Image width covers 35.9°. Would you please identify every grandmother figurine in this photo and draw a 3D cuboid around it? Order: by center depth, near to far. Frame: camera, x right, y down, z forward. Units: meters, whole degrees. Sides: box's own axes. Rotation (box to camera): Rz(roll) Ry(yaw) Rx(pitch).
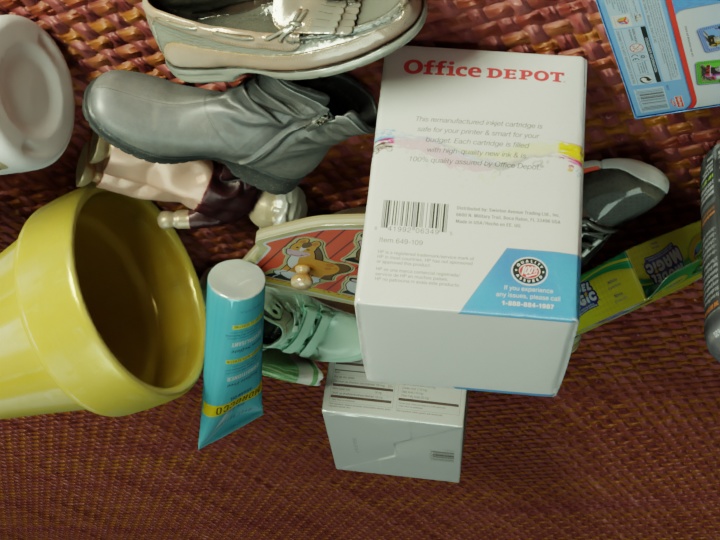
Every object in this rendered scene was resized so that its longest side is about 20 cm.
[{"bbox_3d":[-0.132,-0.074,0.938,0.197,0.062,0.121,18,151,-25],"label":"grandmother figurine"}]

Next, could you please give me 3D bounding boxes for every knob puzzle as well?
[{"bbox_3d":[0.000,0.000,0.967,0.215,0.031,0.220,4,159,1],"label":"knob puzzle"}]

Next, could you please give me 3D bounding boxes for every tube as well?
[{"bbox_3d":[-0.117,0.081,1.018,0.077,0.050,0.202,-21,139,-28],"label":"tube"}]

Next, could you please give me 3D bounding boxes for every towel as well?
[{"bbox_3d":[-0.143,0.074,1.179,0.197,0.024,0.153,18,-174,-15],"label":"towel"}]

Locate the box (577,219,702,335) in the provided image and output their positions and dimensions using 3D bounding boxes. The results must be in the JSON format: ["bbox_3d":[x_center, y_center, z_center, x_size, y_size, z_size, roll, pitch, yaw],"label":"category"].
[{"bbox_3d":[0.226,0.013,0.953,0.116,0.049,0.199,-18,172,-33],"label":"box"}]

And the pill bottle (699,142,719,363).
[{"bbox_3d":[0.304,0.006,0.813,0.104,0.203,0.107,6,154,3],"label":"pill bottle"}]

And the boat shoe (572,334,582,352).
[{"bbox_3d":[0.131,0.076,1.121,0.197,0.072,0.077,-1,123,29],"label":"boat shoe"}]

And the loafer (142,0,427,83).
[{"bbox_3d":[-0.056,-0.167,0.727,0.197,0.073,0.063,-3,144,27],"label":"loafer"}]

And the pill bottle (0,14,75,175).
[{"bbox_3d":[-0.325,-0.121,0.834,0.197,0.113,0.111,-5,151,23],"label":"pill bottle"}]

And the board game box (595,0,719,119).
[{"bbox_3d":[0.253,-0.163,0.683,0.197,0.037,0.151,-5,150,24],"label":"board game box"}]

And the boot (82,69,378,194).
[{"bbox_3d":[-0.093,-0.128,0.823,0.197,0.071,0.131,11,154,-33],"label":"boot"}]

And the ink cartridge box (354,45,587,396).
[{"bbox_3d":[0.080,-0.034,0.796,0.144,0.203,0.147,5,155,6],"label":"ink cartridge box"}]

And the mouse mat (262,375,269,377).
[{"bbox_3d":[-0.171,0.088,1.193,0.159,0.008,0.199,18,179,32],"label":"mouse mat"}]

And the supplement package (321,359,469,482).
[{"bbox_3d":[0.046,0.151,1.261,0.153,0.113,0.201,5,154,6],"label":"supplement package"}]

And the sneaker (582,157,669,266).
[{"bbox_3d":[0.175,-0.024,0.920,0.076,0.083,0.199,22,150,-26],"label":"sneaker"}]

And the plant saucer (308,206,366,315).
[{"bbox_3d":[0.028,-0.007,1.047,0.196,0.035,0.201,7,154,3],"label":"plant saucer"}]

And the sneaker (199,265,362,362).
[{"bbox_3d":[-0.066,0.064,1.107,0.197,0.075,0.118,19,-165,-18],"label":"sneaker"}]

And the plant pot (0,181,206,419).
[{"bbox_3d":[-0.268,0.044,1.004,0.186,0.204,0.201,-20,144,21],"label":"plant pot"}]
